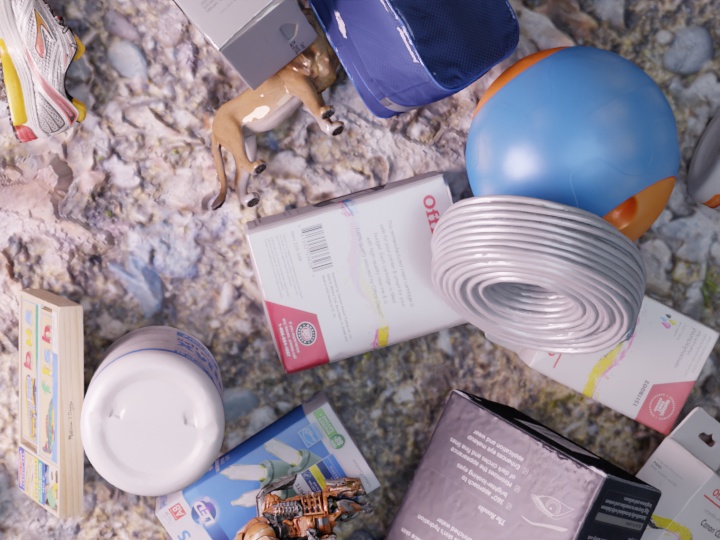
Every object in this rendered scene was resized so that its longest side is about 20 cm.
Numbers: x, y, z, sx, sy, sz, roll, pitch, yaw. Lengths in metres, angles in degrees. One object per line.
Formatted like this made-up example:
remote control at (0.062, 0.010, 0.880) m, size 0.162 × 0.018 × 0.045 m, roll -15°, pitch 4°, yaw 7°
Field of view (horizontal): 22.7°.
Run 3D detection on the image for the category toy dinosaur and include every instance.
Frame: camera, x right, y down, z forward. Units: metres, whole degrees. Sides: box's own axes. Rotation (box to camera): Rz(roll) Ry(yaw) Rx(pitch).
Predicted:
toy dinosaur at (-0.075, 0.275, 1.712) m, size 0.199 × 0.102 × 0.136 m, roll -29°, pitch 87°, yaw 17°

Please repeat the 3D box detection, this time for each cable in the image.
cable at (0.157, 0.005, 1.619) m, size 0.199 × 0.200 × 0.070 m, roll 20°, pitch 66°, yaw -9°

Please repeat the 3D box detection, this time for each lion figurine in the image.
lion figurine at (-0.088, -0.157, 1.713) m, size 0.200 × 0.072 × 0.123 m, roll -36°, pitch 64°, yaw 6°

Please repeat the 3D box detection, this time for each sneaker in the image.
sneaker at (-0.305, -0.226, 1.692) m, size 0.082 × 0.078 × 0.201 m, roll -10°, pitch 107°, yaw -8°

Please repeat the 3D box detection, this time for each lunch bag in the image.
lunch bag at (0.035, -0.251, 1.677) m, size 0.136 × 0.132 × 0.201 m, roll -32°, pitch 98°, yaw -35°

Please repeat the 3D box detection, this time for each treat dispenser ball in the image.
treat dispenser ball at (0.199, -0.109, 1.680) m, size 0.200 × 0.201 × 0.202 m, roll -1°, pitch 96°, yaw -5°

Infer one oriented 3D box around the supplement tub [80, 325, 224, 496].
supplement tub at (-0.192, 0.127, 1.672) m, size 0.131 × 0.200 × 0.133 m, roll -1°, pitch 97°, yaw -5°

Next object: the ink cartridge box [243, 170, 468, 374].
ink cartridge box at (0.000, 0.000, 1.732) m, size 0.199 × 0.086 × 0.148 m, roll -15°, pitch 99°, yaw -5°

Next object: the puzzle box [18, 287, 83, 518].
puzzle box at (-0.295, 0.123, 1.698) m, size 0.025 × 0.133 × 0.201 m, roll -2°, pitch 97°, yaw -26°

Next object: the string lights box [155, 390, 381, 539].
string lights box at (-0.092, 0.218, 1.762) m, size 0.200 × 0.059 × 0.103 m, roll -33°, pitch 101°, yaw -1°

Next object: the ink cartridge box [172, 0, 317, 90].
ink cartridge box at (-0.142, -0.275, 1.628) m, size 0.083 × 0.146 × 0.200 m, roll -40°, pitch 77°, yaw 1°

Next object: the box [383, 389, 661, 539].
box at (0.146, 0.249, 1.709) m, size 0.117 × 0.196 × 0.201 m, roll 21°, pitch 95°, yaw -50°

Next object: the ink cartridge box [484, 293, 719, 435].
ink cartridge box at (0.236, 0.065, 1.770) m, size 0.199 × 0.068 × 0.117 m, roll 26°, pitch 94°, yaw -8°

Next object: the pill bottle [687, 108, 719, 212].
pill bottle at (0.430, -0.081, 1.750) m, size 0.199 × 0.110 × 0.110 m, roll 24°, pitch 94°, yaw -8°

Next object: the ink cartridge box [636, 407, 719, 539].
ink cartridge box at (0.311, 0.244, 1.762) m, size 0.200 × 0.067 × 0.116 m, roll -52°, pitch 138°, yaw 2°
